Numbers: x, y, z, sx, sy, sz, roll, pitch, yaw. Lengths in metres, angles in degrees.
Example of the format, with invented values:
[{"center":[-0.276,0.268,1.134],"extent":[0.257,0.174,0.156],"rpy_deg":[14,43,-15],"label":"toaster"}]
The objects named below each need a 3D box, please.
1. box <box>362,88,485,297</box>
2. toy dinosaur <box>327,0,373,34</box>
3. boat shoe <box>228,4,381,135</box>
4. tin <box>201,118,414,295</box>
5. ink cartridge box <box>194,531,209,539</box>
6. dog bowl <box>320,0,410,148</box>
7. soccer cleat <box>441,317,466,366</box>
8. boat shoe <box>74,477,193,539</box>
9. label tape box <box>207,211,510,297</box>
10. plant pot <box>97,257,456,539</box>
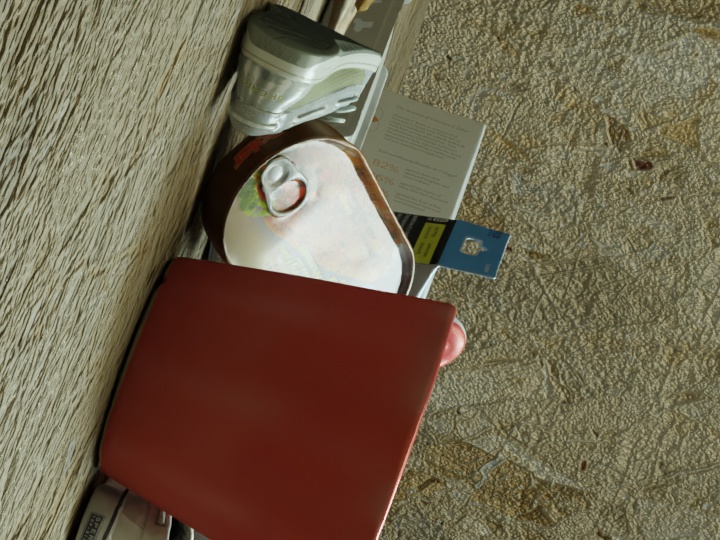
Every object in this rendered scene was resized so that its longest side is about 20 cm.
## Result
[{"center":[0.021,-0.075,2.472],"extent":[0.200,0.152,0.106],"rpy_deg":[-67,176,-49],"label":"box"},{"center":[-0.004,-0.204,1.793],"extent":[0.106,0.060,0.200],"rpy_deg":[-42,152,-89],"label":"toy dinosaur"},{"center":[-0.038,-0.120,1.552],"extent":[0.065,0.074,0.202],"rpy_deg":[-64,175,11],"label":"boat shoe"},{"center":[-0.034,-0.019,1.636],"extent":[0.112,0.042,0.200],"rpy_deg":[-40,139,-11],"label":"tin"},{"center":[-0.130,0.241,1.861],"extent":[0.200,0.086,0.147],"rpy_deg":[65,43,-74],"label":"ink cartridge box"},{"center":[-0.016,-0.147,2.057],"extent":[0.200,0.059,0.200],"rpy_deg":[20,90,-88],"label":"dog bowl"},{"center":[-0.022,0.038,1.876],"extent":[0.085,0.200,0.069],"rpy_deg":[-89,176,-55],"label":"soccer cleat"},{"center":[-0.138,0.162,1.621],"extent":[0.200,0.066,0.072],"rpy_deg":[40,69,-88],"label":"boat shoe"},{"center":[0.000,0.000,1.791],"extent":[0.143,0.200,0.066],"rpy_deg":[-62,161,-74],"label":"label tape box"},{"center":[-0.055,0.086,1.545],"extent":[0.200,0.177,0.201],"rpy_deg":[20,90,-88],"label":"plant pot"}]
